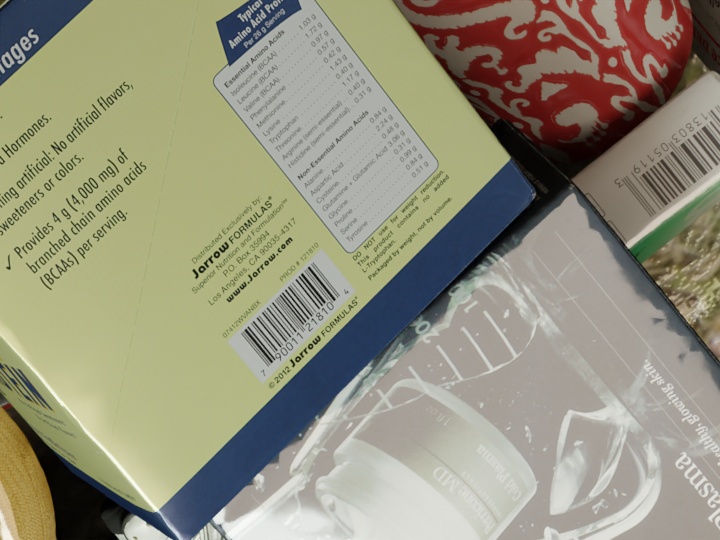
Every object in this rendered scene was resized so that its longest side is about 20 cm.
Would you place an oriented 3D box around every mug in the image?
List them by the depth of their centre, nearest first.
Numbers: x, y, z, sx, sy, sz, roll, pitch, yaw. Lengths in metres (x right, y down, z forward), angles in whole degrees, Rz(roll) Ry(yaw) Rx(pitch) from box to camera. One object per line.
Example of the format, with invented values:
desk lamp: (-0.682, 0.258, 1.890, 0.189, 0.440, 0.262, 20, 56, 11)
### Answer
mug: (0.037, -0.141, 1.176, 0.200, 0.177, 0.134, 36, 61, -44)

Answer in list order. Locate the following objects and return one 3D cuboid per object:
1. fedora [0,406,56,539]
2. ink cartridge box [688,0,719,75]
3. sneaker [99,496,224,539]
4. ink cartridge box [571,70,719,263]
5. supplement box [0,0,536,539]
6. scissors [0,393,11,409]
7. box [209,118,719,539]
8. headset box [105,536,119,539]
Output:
fedora: (-0.226, 0.103, 1.096, 0.199, 0.082, 0.202, -2, 107, -6)
ink cartridge box: (0.195, -0.146, 1.226, 0.067, 0.117, 0.201, -14, 128, -14)
sneaker: (-0.076, 0.126, 1.182, 0.087, 0.076, 0.201, 4, 98, -15)
ink cartridge box: (0.117, -0.011, 1.255, 0.161, 0.050, 0.200, -39, 168, -1)
supplement box: (-0.082, -0.044, 1.017, 0.200, 0.134, 0.200, -44, 113, -13)
scissors: (-0.125, -0.002, 1.258, 0.200, 0.014, 0.073, -36, 129, 2)
box: (0.058, 0.082, 1.100, 0.196, 0.124, 0.200, -41, 109, 3)
headset box: (-0.174, 0.209, 1.229, 0.174, 0.093, 0.200, -24, -177, 32)
